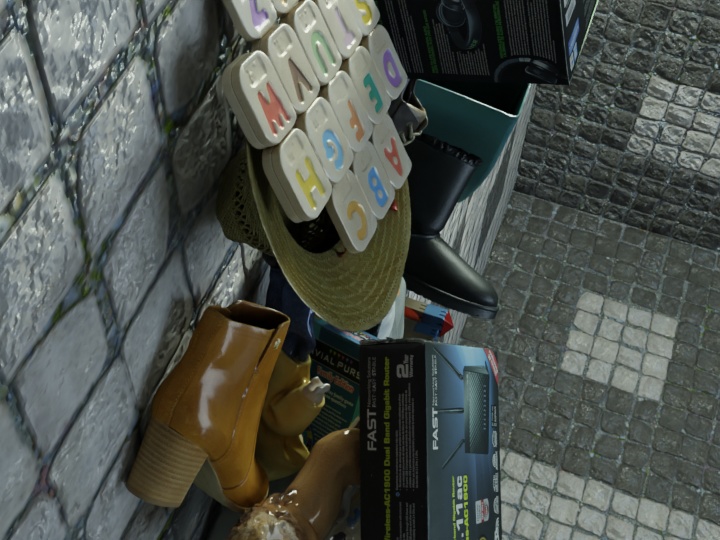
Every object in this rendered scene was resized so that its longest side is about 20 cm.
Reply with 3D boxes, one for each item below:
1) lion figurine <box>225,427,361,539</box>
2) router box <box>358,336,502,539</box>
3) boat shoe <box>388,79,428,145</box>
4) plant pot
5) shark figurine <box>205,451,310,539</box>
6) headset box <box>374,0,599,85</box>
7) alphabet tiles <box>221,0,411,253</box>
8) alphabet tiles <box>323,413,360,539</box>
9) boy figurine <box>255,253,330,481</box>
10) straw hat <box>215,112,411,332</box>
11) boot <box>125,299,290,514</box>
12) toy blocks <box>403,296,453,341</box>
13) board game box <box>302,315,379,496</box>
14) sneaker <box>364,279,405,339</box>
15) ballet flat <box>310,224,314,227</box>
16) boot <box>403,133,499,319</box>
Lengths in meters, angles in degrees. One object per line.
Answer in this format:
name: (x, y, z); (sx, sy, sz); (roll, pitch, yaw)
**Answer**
lion figurine: (-0.034, 0.180, 0.783); (0.201, 0.072, 0.123); (-59, 139, -44)
router box: (0.060, 0.158, 0.822); (0.149, 0.062, 0.203); (12, 75, -60)
boat shoe: (0.025, -0.147, 0.951); (0.075, 0.073, 0.202); (-50, 155, -64)
plant pot: (0.111, -0.186, 1.194); (0.201, 0.140, 0.142); (105, 8, -57)
shark figurine: (-0.113, 0.223, 0.898); (0.215, 0.128, 0.090); (-53, 139, -12)
headset box: (0.079, -0.234, 0.785); (0.093, 0.198, 0.175); (71, 33, -45)
alphabet tiles: (-0.021, -0.120, 0.638); (0.197, 0.014, 0.201); (64, 32, -25)
alphabet tiles: (0.022, 0.198, 0.910); (0.167, 0.008, 0.201); (-49, 138, -22)
boy figurine: (-0.057, 0.085, 0.830); (0.124, 0.064, 0.202); (33, -59, 58)
straw hat: (-0.047, -0.050, 0.669); (0.201, 0.084, 0.204); (28, 57, -54)
boot: (-0.086, 0.098, 0.743); (0.145, 0.070, 0.201); (-62, 161, -1)
toy blocks: (0.024, 0.079, 1.137); (0.200, 0.135, 0.101); (-52, 157, -62)
board game box: (-0.025, 0.157, 0.961); (0.047, 0.150, 0.202); (4, 105, -49)
sneaker: (0.008, 0.090, 1.022); (0.079, 0.073, 0.203); (3, 102, -59)
ballet flat: (-0.014, -0.034, 0.930); (0.200, 0.070, 0.071); (56, 52, -72)
boot: (0.086, -0.055, 1.114); (0.073, 0.196, 0.164); (-24, 137, -80)
